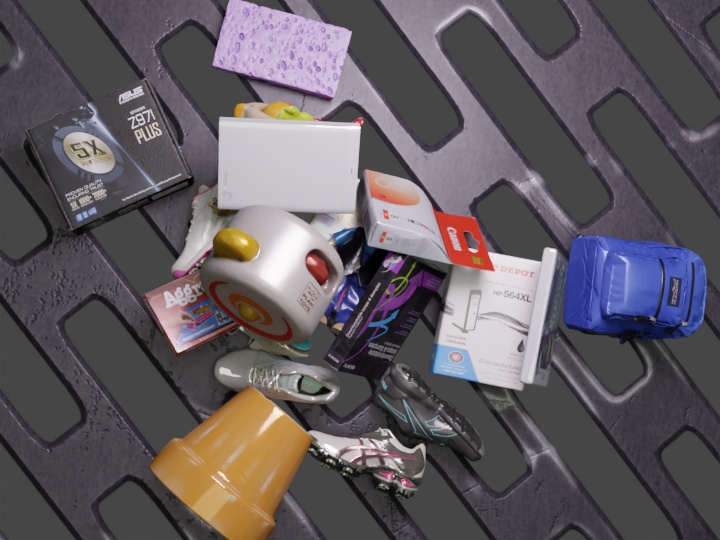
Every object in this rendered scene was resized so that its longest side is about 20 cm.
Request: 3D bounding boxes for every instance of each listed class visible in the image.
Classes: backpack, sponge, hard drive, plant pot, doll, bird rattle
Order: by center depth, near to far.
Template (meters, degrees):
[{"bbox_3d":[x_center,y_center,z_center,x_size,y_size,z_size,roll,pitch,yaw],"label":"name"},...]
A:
[{"bbox_3d":[-0.103,-0.149,1.538,0.198,0.026,0.133,2,113,-6],"label":"hard drive"},{"bbox_3d":[-0.174,0.276,1.565,0.200,0.200,0.184,40,79,-3],"label":"plant pot"},{"bbox_3d":[-0.098,-0.222,1.625,0.163,0.200,0.113,29,120,26],"label":"bird rattle"},{"bbox_3d":[0.000,0.000,1.630,0.136,0.048,0.201,27,79,-5],"label":"doll"},{"bbox_3d":[0.437,0.036,1.665,0.199,0.168,0.164,8,94,-16],"label":"backpack"},{"bbox_3d":[-0.123,-0.346,1.683,0.199,0.030,0.112,14,86,-7],"label":"sponge"}]

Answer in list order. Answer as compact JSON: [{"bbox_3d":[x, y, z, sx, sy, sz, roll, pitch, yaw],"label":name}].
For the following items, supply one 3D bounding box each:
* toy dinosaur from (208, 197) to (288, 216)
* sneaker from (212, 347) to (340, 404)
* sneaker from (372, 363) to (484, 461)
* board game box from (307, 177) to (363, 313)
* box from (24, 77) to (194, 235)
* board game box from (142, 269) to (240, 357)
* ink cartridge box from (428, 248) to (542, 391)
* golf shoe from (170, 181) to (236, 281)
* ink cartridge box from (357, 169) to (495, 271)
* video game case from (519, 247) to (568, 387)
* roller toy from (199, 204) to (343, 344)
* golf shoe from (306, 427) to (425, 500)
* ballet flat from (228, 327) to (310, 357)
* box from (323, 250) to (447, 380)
[{"bbox_3d":[-0.126,-0.086,1.612,0.199,0.058,0.102,23,97,-10],"label":"toy dinosaur"},{"bbox_3d":[-0.125,0.161,1.634,0.199,0.080,0.071,9,88,-5],"label":"sneaker"},{"bbox_3d":[0.107,0.233,1.672,0.200,0.075,0.079,42,103,-2],"label":"sneaker"},{"bbox_3d":[-0.017,-0.036,1.675,0.152,0.040,0.201,28,84,-5],"label":"board game box"},{"bbox_3d":[-0.373,-0.169,1.615,0.199,0.086,0.165,-24,90,-7],"label":"box"},{"bbox_3d":[-0.212,0.042,1.596,0.199,0.019,0.103,-26,75,-30],"label":"board game box"},{"bbox_3d":[0.196,0.073,1.667,0.145,0.084,0.201,10,87,2],"label":"ink cartridge box"},{"bbox_3d":[-0.232,-0.073,1.641,0.091,0.075,0.200,38,75,5],"label":"golf shoe"},{"bbox_3d":[0.100,-0.075,1.595,0.199,0.163,0.050,10,121,-13],"label":"ink cartridge box"},{"bbox_3d":[0.283,0.077,1.640,0.023,0.182,0.201,10,86,17],"label":"video game case"},{"bbox_3d":[-0.127,0.011,1.518,0.182,0.200,0.140,31,65,-1],"label":"roller toy"},{"bbox_3d":[0.004,0.279,1.651,0.199,0.077,0.089,23,71,-5],"label":"golf shoe"},{"bbox_3d":[-0.169,0.083,1.650,0.200,0.067,0.062,36,113,-1],"label":"ballet flat"},{"bbox_3d":[0.039,0.069,1.612,0.036,0.143,0.201,37,98,30],"label":"box"}]
